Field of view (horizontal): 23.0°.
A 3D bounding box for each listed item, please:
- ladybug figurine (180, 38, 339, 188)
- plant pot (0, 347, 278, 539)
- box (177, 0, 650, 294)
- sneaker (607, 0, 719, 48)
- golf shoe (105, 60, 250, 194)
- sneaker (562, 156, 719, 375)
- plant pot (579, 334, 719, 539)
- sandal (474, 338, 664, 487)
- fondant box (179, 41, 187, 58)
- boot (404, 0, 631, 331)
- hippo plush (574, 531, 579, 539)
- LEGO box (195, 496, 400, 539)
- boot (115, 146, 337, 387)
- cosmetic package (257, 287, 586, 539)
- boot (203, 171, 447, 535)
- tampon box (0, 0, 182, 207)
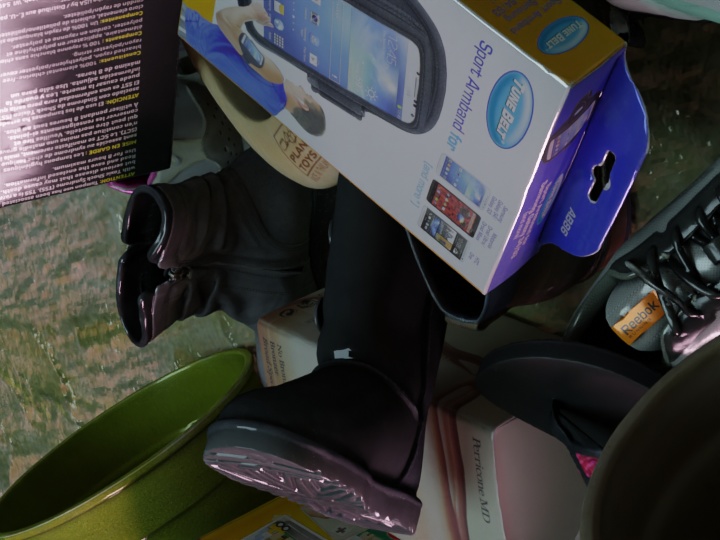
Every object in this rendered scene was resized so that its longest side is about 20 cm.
[{"bbox_3d":[-0.039,-0.133,0.887,0.201,0.072,0.136,61,151,10],"label":"ladybug figurine"},{"bbox_3d":[-0.103,0.185,1.134,0.193,0.200,0.200,58,152,-12],"label":"plant pot"},{"bbox_3d":[0.016,-0.081,0.672,0.200,0.041,0.119,42,144,19],"label":"box"},{"bbox_3d":[0.076,-0.128,0.607,0.118,0.200,0.074,20,88,59],"label":"sneaker"},{"bbox_3d":[-0.130,-0.083,1.055,0.200,0.091,0.076,4,116,59],"label":"golf shoe"},{"bbox_3d":[0.143,-0.003,0.682,0.074,0.079,0.200,58,149,16],"label":"sneaker"},{"bbox_3d":[0.199,0.124,0.604,0.200,0.200,0.174,15,141,54],"label":"plant pot"},{"bbox_3d":[0.133,0.090,0.713,0.199,0.045,0.075,31,154,4],"label":"sandal"},{"bbox_3d":[-0.164,-0.229,1.036,0.144,0.058,0.201,26,134,48],"label":"fondant box"},{"bbox_3d":[0.059,-0.073,0.737,0.074,0.097,0.201,5,118,41],"label":"boot"},{"bbox_3d":[0.144,0.197,0.808,0.199,0.160,0.161,17,162,1],"label":"hippo plush"},{"bbox_3d":[0.004,0.197,0.983,0.200,0.148,0.078,25,132,49],"label":"LEGO box"},{"bbox_3d":[-0.079,0.014,1.000,0.070,0.131,0.201,37,140,39],"label":"boot"},{"bbox_3d":[0.041,0.078,0.897,0.200,0.087,0.104,19,125,52],"label":"cosmetic package"},{"bbox_3d":[0.000,0.000,0.764,0.065,0.201,0.165,9,167,19],"label":"boot"},{"bbox_3d":[-0.172,-0.157,0.892,0.150,0.126,0.201,59,152,35],"label":"tampon box"}]
